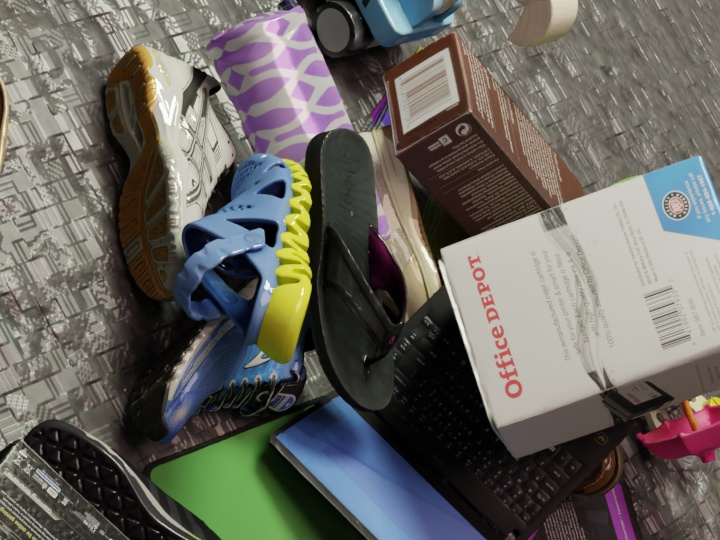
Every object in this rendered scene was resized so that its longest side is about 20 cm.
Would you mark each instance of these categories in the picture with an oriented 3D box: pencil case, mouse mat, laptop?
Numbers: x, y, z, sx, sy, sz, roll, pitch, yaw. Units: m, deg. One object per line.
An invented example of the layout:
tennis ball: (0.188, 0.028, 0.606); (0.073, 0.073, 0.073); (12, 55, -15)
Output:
pencil case: (-0.049, -0.095, 1.635); (0.084, 0.085, 0.200); (-23, 93, -42)
mouse mat: (-0.049, 0.181, 1.562); (0.200, 0.008, 0.161); (-18, 78, -47)
laptop: (0.067, 0.115, 1.596); (0.177, 0.103, 0.200); (44, 85, 10)

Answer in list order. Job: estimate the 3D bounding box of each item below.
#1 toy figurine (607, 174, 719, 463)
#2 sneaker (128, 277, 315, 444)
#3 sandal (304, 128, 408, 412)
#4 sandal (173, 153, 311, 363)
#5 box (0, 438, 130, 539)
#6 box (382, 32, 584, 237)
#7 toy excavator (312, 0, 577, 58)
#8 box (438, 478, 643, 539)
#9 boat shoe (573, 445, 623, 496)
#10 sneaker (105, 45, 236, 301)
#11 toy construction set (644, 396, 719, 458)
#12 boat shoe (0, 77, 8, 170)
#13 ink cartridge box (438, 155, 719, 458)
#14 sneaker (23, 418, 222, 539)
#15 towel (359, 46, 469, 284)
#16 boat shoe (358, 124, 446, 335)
toy figurine: (0.237, 0.057, 1.727); (0.200, 0.150, 0.184); (-89, 160, -45)
sneaker: (-0.081, 0.066, 1.551); (0.089, 0.079, 0.200); (51, 43, -2)
sandal: (-0.001, -0.001, 1.562); (0.075, 0.048, 0.201); (-6, 89, -50)
sandal: (-0.080, -0.020, 1.515); (0.087, 0.080, 0.200); (13, 30, -10)
box: (-0.192, 0.232, 1.343); (0.200, 0.086, 0.164); (44, 44, -13)
box: (0.102, -0.078, 1.731); (0.200, 0.075, 0.100); (44, 25, -36)
toy excavator: (0.057, -0.232, 1.765); (0.100, 0.200, 0.195); (-20, 79, -46)
box: (0.143, 0.229, 1.686); (0.200, 0.036, 0.143); (7, 59, -41)
boat shoe: (0.122, 0.088, 1.702); (0.200, 0.072, 0.068); (54, 15, 21)
sneaker: (-0.123, -0.069, 1.596); (0.088, 0.076, 0.200); (13, 58, -36)
toy construction set: (0.236, 0.043, 1.851); (0.131, 0.092, 0.200); (-40, 105, -47)
boat shoe: (-0.274, -0.051, 1.453); (0.074, 0.069, 0.200); (27, 50, -28)
ink cartridge box: (0.172, 0.027, 1.574); (0.084, 0.200, 0.145); (57, 15, -64)
sneaker: (-0.143, 0.175, 1.452); (0.200, 0.072, 0.083); (42, 1, 1)
towel: (0.063, -0.082, 1.812); (0.144, 0.023, 0.200); (43, 44, -13)
boat shoe: (0.022, -0.007, 1.702); (0.072, 0.065, 0.200); (-169, -116, -89)
